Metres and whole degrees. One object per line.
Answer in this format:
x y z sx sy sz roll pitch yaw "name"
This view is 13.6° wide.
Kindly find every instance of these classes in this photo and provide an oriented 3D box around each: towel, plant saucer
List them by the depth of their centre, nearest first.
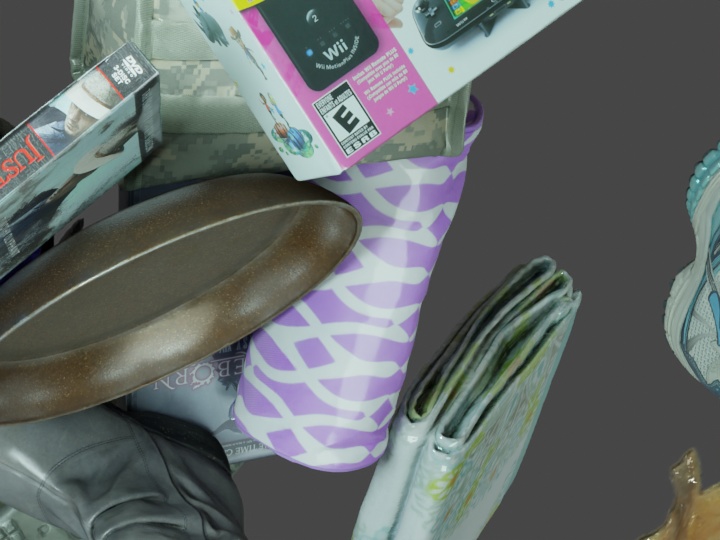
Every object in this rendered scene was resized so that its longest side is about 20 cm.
-0.094 0.009 1.330 0.199 0.032 0.200 -24 166 -6 "plant saucer"
0.044 0.104 1.588 0.171 0.048 0.201 -48 161 -46 "towel"

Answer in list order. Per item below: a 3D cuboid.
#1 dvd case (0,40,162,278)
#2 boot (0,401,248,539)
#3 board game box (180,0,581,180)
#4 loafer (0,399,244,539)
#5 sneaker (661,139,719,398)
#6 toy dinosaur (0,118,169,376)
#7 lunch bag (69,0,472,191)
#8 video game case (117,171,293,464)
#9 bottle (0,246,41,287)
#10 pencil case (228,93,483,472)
-0.160 -0.007 1.186 0.200 0.022 0.146 -41 176 -9 "dvd case"
-0.128 0.108 1.417 0.199 0.132 0.070 14 115 -26 "boot"
-0.014 -0.160 1.202 0.147 0.064 0.200 -36 98 -13 "board game box"
-0.139 0.103 1.549 0.200 0.070 0.075 -34 117 -11 "loafer"
0.214 0.019 1.637 0.077 0.087 0.201 -19 140 -10 "sneaker"
-0.179 -0.027 1.385 0.102 0.077 0.201 -37 127 -15 "toy dinosaur"
-0.031 -0.147 1.297 0.163 0.118 0.201 -6 128 -19 "lunch bag"
-0.051 0.006 1.484 0.142 0.019 0.201 -10 121 -21 "video game case"
-0.238 0.007 1.306 0.199 0.065 0.084 -27 131 12 "bottle"
0.000 0.000 1.445 0.085 0.084 0.201 -21 135 -54 "pencil case"
